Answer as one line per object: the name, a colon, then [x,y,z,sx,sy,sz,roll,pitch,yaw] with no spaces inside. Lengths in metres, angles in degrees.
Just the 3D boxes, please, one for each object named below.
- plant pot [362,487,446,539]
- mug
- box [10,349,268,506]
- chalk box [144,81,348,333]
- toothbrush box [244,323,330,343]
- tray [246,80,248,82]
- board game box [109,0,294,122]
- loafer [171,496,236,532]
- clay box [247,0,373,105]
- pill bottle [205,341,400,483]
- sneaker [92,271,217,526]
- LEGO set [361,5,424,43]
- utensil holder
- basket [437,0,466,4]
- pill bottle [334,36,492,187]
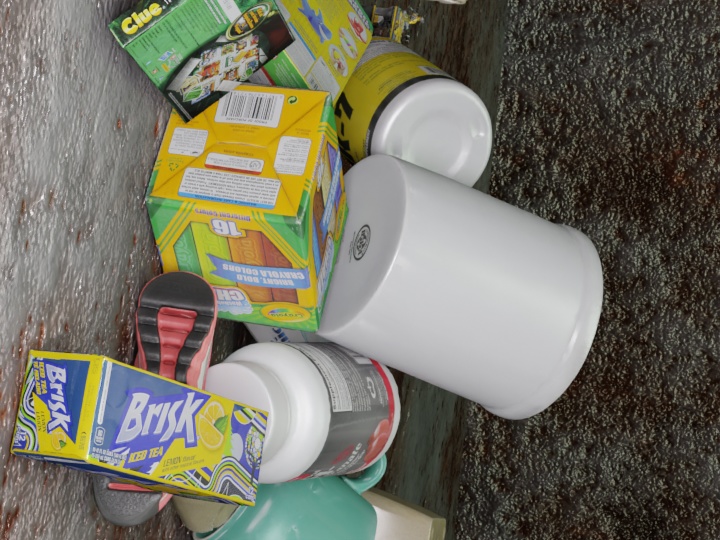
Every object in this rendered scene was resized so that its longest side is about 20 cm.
plant pot: [-0.010,0.312,2.164,0.200,0.175,0.202,39,58,-79]
mug: [-0.071,0.221,1.809,0.152,0.114,0.186,-34,-156,43]
box: [-0.141,0.106,1.364,0.200,0.064,0.071,25,71,-57]
chalk box: [-0.082,-0.037,1.613,0.201,0.124,0.125,82,19,-55]
toothbrush box: [0.000,0.000,1.907,0.086,0.199,0.146,53,18,-3]
tray: [-0.084,-0.095,1.797,0.099,0.037,0.202,-5,102,-73]
board game box: [-0.106,-0.165,1.442,0.024,0.104,0.200,55,-1,12]
loafer: [-0.116,0.156,1.741,0.200,0.075,0.069,-45,144,-62]
clay box: [-0.052,-0.205,1.730,0.115,0.047,0.200,55,25,-16]
pill bottle: [-0.057,0.113,1.652,0.200,0.110,0.112,4,94,-63]
sneaker: [-0.142,0.104,1.525,0.087,0.073,0.201,88,14,-60]
LEGO set: [0.005,-0.277,1.955,0.154,0.115,0.201,80,20,-61]
utensil holder: [0.073,0.011,1.704,0.170,0.199,0.171,-38,-140,41]
basket: [0.078,-0.383,2.276,0.200,0.134,0.124,-62,162,-64]
pill bottle: [0.024,-0.140,1.821,0.200,0.113,0.115,-138,-133,-57]
